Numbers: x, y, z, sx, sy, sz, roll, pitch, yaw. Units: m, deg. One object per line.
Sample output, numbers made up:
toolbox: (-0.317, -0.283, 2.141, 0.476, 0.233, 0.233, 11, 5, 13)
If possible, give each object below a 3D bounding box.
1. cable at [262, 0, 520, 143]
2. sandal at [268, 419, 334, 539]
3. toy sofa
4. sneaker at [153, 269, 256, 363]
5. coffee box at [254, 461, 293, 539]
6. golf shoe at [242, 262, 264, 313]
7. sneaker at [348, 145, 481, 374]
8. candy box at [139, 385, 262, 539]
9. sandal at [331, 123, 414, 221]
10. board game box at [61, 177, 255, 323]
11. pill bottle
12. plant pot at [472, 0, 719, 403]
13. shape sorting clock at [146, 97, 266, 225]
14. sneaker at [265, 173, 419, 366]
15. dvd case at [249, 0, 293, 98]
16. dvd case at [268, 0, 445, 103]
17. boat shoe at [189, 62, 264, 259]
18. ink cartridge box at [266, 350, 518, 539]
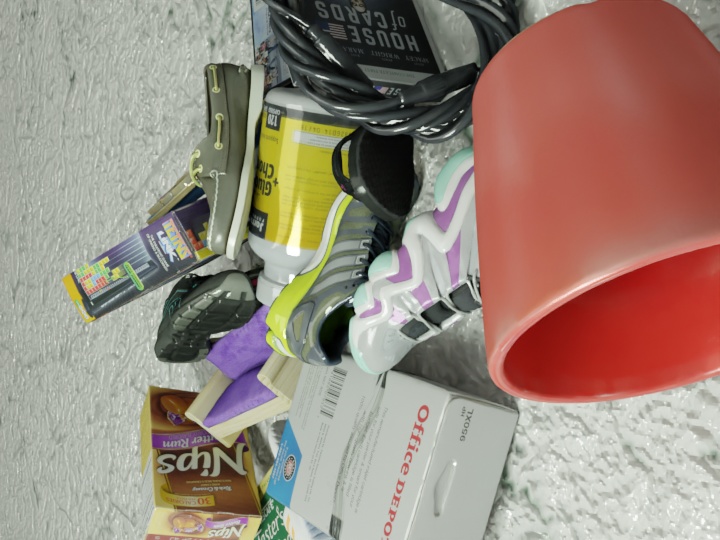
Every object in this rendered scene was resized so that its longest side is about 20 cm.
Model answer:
cable: (0.021, -0.178, 0.656, 0.051, 0.199, 0.164, 100, 180, -76)
sandal: (-0.042, 0.233, 0.860, 0.207, 0.079, 0.059, 55, 135, 49)
toy sofa: (-0.116, 0.111, 0.908, 0.200, 0.098, 0.083, -31, 21, 52)
sneaker: (-0.170, 0.034, 0.900, 0.200, 0.075, 0.080, -36, 52, 50)
coffee box: (-0.062, 0.312, 0.910, 0.123, 0.044, 0.200, -55, 48, 41)
golf shoe: (-0.131, 0.047, 0.978, 0.200, 0.077, 0.088, -18, 88, 57)
sneaker: (0.082, 0.015, 0.643, 0.140, 0.078, 0.200, 37, 100, 41)
candy box: (-0.183, 0.217, 0.970, 0.200, 0.116, 0.057, -113, 40, -55)
sandal: (0.010, -0.091, 0.708, 0.048, 0.201, 0.075, -25, 113, 19)
board game box: (-0.180, -0.029, 0.894, 0.165, 0.200, 0.057, -27, 94, 29)
pill bottle: (-0.047, -0.066, 0.821, 0.112, 0.112, 0.201, 27, 112, 51)
plant pot: (0.152, -0.042, 0.495, 0.200, 0.200, 0.178, -45, 46, 45)
shape sorting clock: (-0.161, -0.123, 0.943, 0.039, 0.200, 0.200, 50, 146, -15)
sneaker: (0.000, 0.000, 0.755, 0.081, 0.074, 0.200, 28, 88, 46)
dvd case: (-0.061, -0.273, 0.916, 0.200, 0.017, 0.143, -10, 83, 53)
dvd case: (-0.015, -0.235, 0.738, 0.025, 0.150, 0.201, -44, 56, 47)
boat shoe: (-0.128, -0.106, 0.807, 0.072, 0.060, 0.202, 117, 158, -65)
ink cartridge box: (0.020, 0.156, 0.730, 0.200, 0.084, 0.145, 12, 85, 54)
